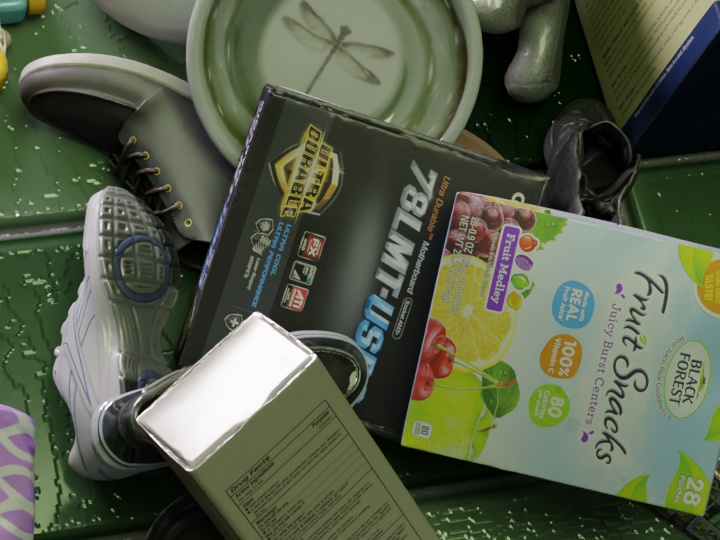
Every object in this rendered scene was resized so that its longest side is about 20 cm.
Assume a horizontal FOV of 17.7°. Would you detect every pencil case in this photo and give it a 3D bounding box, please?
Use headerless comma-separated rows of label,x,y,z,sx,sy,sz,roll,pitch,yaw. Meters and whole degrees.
pencil case,-0.243,0.173,1.427,0.084,0.086,0.200,3,67,-11

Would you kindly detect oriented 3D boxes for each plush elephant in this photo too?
plush elephant,0.071,-0.241,1.660,0.155,0.165,0.200,11,82,21

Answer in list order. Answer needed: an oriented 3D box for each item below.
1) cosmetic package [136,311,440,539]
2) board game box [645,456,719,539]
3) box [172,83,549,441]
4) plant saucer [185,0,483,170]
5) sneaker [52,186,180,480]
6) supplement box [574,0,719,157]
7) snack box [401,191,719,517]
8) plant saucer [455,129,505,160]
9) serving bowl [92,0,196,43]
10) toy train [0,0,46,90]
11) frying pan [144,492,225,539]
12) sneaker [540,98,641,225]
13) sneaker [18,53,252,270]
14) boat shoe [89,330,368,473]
cosmetic package,-0.038,0.132,1.398,0.105,0.200,0.071,-41,40,-13
board game box,0.315,0.133,1.583,0.200,0.097,0.160,35,63,2
box,0.000,0.000,1.534,0.198,0.050,0.200,19,94,-9
plant saucer,-0.019,-0.144,1.561,0.200,0.050,0.200,-1,97,-8
sneaker,-0.166,0.042,1.501,0.074,0.087,0.200,20,59,-46
supplement box,0.253,-0.218,1.667,0.134,0.200,0.200,-7,67,-19
snack box,0.141,0.051,1.481,0.200,0.068,0.169,12,94,4
plant saucer,0.036,-0.026,1.621,0.200,0.029,0.200,5,65,-11
serving bowl,-0.129,-0.247,1.582,0.200,0.200,0.066,37,26,4
toy train,-0.301,-0.177,1.585,0.150,0.056,0.200,29,63,-1
frying pan,-0.083,0.158,1.489,0.115,0.031,0.190,9,75,-15
sneaker,0.162,-0.071,1.609,0.060,0.104,0.200,29,48,-6
sneaker,-0.144,-0.072,1.568,0.200,0.075,0.106,18,64,-8
boat shoe,-0.069,0.084,1.441,0.200,0.071,0.072,-18,90,-33
